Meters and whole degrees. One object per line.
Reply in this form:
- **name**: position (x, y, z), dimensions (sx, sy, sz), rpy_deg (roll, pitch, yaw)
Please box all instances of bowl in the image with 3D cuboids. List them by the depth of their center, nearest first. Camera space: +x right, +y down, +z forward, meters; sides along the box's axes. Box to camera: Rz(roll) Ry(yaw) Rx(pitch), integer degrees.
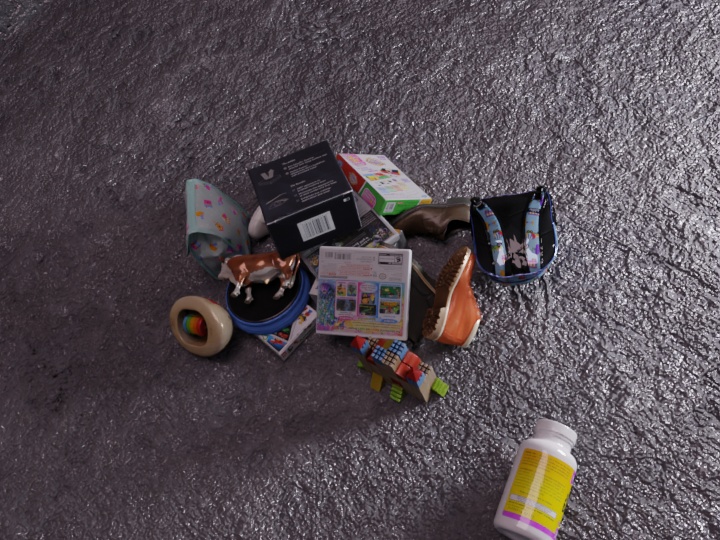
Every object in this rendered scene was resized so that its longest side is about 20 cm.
- **bowl**: position (-0.212, 0.048, 1.553), dimensions (0.198, 0.040, 0.203), rpy_deg (-8, 55, 12)

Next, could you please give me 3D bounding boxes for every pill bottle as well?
- **pill bottle**: position (0.307, 0.362, 1.178), dimensions (0.103, 0.105, 0.201), rpy_deg (15, 65, 26)

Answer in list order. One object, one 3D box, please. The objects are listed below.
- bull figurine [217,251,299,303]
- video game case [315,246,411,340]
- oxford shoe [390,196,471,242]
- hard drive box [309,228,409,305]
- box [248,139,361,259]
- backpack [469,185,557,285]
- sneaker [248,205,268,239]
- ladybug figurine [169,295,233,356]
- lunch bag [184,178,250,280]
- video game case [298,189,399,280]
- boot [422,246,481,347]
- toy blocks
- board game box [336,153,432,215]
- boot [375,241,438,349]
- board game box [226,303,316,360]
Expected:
- **bull figurine**: position (-0.231, 0.008, 1.521), dimensions (0.198, 0.065, 0.123), rpy_deg (-12, 56, 11)
- **video game case**: position (0.005, 0.045, 1.421), dimensions (0.198, 0.024, 0.185), rpy_deg (3, 90, 18)
- **oxford shoe**: position (0.160, -0.103, 1.545), dimensions (0.198, 0.073, 0.085), rpy_deg (-14, 57, 10)
- **hard drive box**: position (0.000, 0.000, 1.531), dimensions (0.154, 0.077, 0.202), rpy_deg (10, 63, 25)
- **box**: position (-0.123, -0.159, 1.519), dimensions (0.195, 0.118, 0.201), rpy_deg (-21, 48, -4)
- **backpack**: position (0.320, -0.054, 1.419), dimensions (0.180, 0.135, 0.202), rpy_deg (-9, 56, 13)
- **sneaker**: position (-0.187, -0.145, 1.688), dimensions (0.200, 0.073, 0.084), rpy_deg (-45, 53, -14)
- **ladybug figurine**: position (-0.356, 0.121, 1.555), dimensions (0.198, 0.138, 0.072), rpy_deg (9, 16, 39)
- **lunch bag**: position (-0.353, -0.102, 1.635), dimensions (0.121, 0.200, 0.172), rpy_deg (-21, 55, 16)
- **video game case**: position (-0.040, -0.071, 1.530), dimensions (0.199, 0.023, 0.182), rpy_deg (-36, 53, -6)
- **boot**: position (0.205, 0.056, 1.396), dimensions (0.106, 0.075, 0.202), rpy_deg (21, 84, -18)
- **toy blocks**: position (0.067, 0.182, 1.354), dimensions (0.199, 0.137, 0.100), rpy_deg (24, 68, 29)
- **board game box**: position (0.050, -0.204, 1.610), dimensions (0.152, 0.041, 0.200), rpy_deg (-5, 41, -40)
- **boot**: position (0.081, 0.050, 1.432), dimensions (0.199, 0.077, 0.139), rpy_deg (39, 79, 3)
- **board game box**: position (-0.197, 0.098, 1.560), dimensions (0.199, 0.035, 0.126), rpy_deg (35, 74, 33)
